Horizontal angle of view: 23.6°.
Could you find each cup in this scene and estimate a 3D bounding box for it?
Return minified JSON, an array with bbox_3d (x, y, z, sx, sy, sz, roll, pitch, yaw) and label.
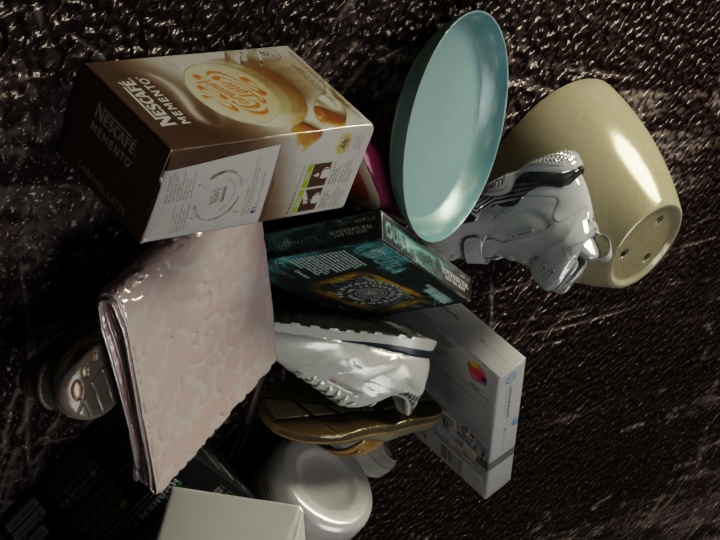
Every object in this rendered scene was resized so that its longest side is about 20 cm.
[{"bbox_3d":[0.230,-0.064,1.695,0.200,0.143,0.201,-32,147,-24],"label":"cup"}]

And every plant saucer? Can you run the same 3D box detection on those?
[{"bbox_3d":[0.073,-0.125,1.480,0.200,0.027,0.202,-43,141,-48],"label":"plant saucer"}]

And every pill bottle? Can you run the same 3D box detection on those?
[{"bbox_3d":[-0.084,0.257,1.676,0.112,0.113,0.200,-9,149,-47],"label":"pill bottle"}]

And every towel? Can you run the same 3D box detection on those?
[{"bbox_3d":[-0.133,0.046,1.373,0.200,0.032,0.192,-48,142,-47],"label":"towel"}]

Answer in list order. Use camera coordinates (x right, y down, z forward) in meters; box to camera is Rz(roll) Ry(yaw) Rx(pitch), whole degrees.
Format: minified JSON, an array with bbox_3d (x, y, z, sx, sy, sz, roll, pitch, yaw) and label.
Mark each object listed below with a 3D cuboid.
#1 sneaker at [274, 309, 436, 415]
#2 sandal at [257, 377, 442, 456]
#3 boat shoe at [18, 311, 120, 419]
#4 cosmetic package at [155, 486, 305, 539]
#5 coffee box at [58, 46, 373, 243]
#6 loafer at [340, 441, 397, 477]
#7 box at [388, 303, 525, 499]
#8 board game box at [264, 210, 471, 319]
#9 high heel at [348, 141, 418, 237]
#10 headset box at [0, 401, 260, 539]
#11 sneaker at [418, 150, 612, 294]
[{"bbox_3d":[-0.022,0.083,1.557,0.199,0.076,0.081,11,100,-28],"label":"sneaker"},{"bbox_3d":[-0.010,0.143,1.619,0.199,0.080,0.054,1,127,-39],"label":"sandal"},{"bbox_3d":[-0.197,0.055,1.367,0.200,0.073,0.075,-29,124,-59],"label":"boat shoe"},{"bbox_3d":[-0.119,0.323,1.449,0.200,0.122,0.201,88,14,-52],"label":"cosmetic package"},{"bbox_3d":[-0.104,-0.097,1.265,0.199,0.114,0.080,-13,136,-45],"label":"coffee box"},{"bbox_3d":[-0.002,0.151,1.723,0.070,0.070,0.200,-38,149,2],"label":"loafer"},{"bbox_3d":[0.090,0.113,1.709,0.041,0.156,0.201,-34,146,-25],"label":"box"},{"bbox_3d":[0.000,0.000,1.512,0.134,0.028,0.200,-10,160,23],"label":"board game box"},{"bbox_3d":[0.025,-0.088,1.500,0.096,0.067,0.200,-50,157,-16],"label":"high heel"},{"bbox_3d":[-0.196,0.224,1.538,0.174,0.093,0.200,-45,150,-3],"label":"headset box"},{"bbox_3d":[0.134,-0.020,1.600,0.199,0.116,0.075,-28,169,14],"label":"sneaker"}]
